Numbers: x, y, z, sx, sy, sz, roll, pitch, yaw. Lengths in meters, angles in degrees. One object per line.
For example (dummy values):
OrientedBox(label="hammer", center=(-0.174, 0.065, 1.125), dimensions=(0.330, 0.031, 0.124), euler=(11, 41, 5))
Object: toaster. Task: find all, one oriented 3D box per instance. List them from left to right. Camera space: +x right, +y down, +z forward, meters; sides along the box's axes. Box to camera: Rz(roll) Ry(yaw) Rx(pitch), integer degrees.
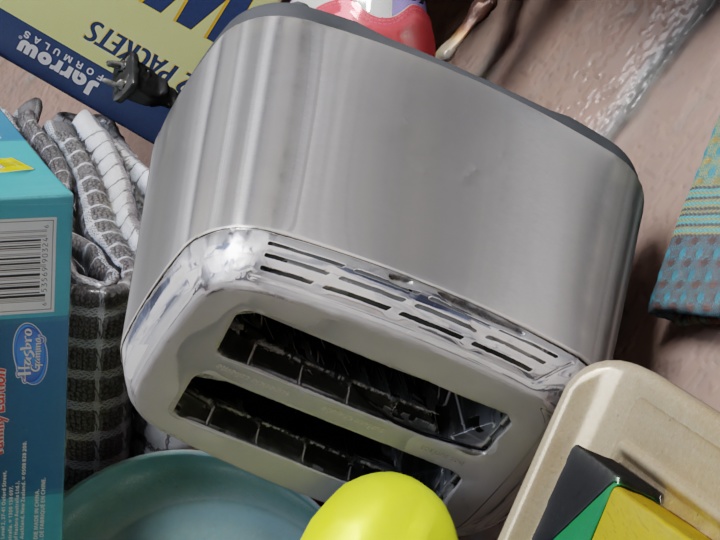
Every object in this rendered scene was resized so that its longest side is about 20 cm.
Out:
OrientedBox(label="toaster", center=(0.000, 0.000, 0.847), dimensions=(0.114, 0.200, 0.129), euler=(-52, 21, 41))

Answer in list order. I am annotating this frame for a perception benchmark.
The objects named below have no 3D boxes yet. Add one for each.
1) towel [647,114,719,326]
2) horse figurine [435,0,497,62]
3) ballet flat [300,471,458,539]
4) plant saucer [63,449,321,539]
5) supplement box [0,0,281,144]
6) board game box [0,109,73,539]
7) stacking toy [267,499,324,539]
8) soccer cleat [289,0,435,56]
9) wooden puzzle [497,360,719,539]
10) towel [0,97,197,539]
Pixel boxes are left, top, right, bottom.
OrientedBox(label="towel", center=(0.180, -0.071, 0.833), dimensions=(0.147, 0.022, 0.200), euler=(3, 67, 55))
OrientedBox(label="horse figurine", center=(0.041, -0.157, 1.064), dimensions=(0.133, 0.050, 0.200), euler=(-49, 25, 7))
OrientedBox(label="ballet flat", center=(-0.017, 0.163, 0.801), dimensions=(0.067, 0.067, 0.200), euler=(-12, -58, -77))
OrientedBox(label="plant saucer", center=(-0.058, 0.164, 0.887), dimensions=(0.200, 0.027, 0.201), euler=(-5, 81, 32))
OrientedBox(label="supplement box", center=(-0.068, -0.193, 1.076), dimensions=(0.200, 0.134, 0.200), euler=(-57, 7, 27))
OrientedBox(label="board game box", center=(-0.154, 0.016, 0.925), dimensions=(0.200, 0.047, 0.151), euler=(-138, 49, -62))
OrientedBox(label="stacking toy", center=(-0.015, 0.053, 0.954), dimensions=(0.085, 0.085, 0.200), euler=(-29, 50, 39))
OrientedBox(label="soccer cleat", center=(-0.013, -0.085, 1.023), dimensions=(0.200, 0.067, 0.077), euler=(161, 118, -76))
OrientedBox(label="wooden puzzle", center=(0.064, 0.126, 0.693), dimensions=(0.185, 0.037, 0.200), euler=(-67, 19, 3))
OrientedBox(label="towel", center=(-0.118, 0.036, 1.012), dimensions=(0.200, 0.085, 0.166), euler=(-129, 38, -58))
